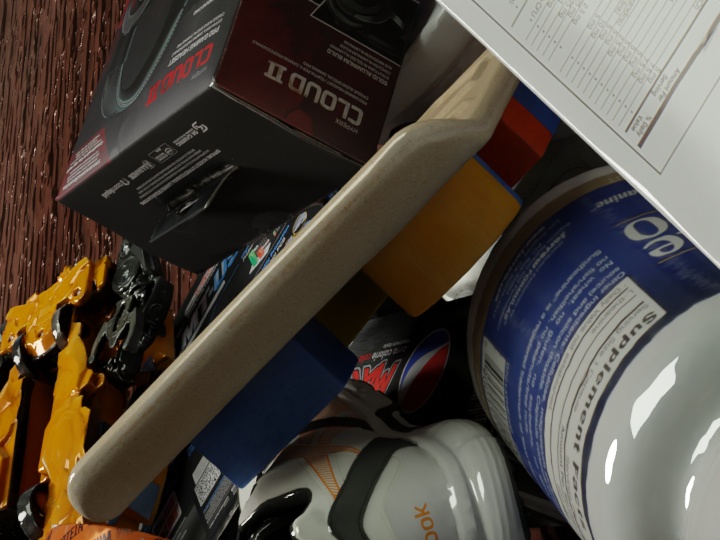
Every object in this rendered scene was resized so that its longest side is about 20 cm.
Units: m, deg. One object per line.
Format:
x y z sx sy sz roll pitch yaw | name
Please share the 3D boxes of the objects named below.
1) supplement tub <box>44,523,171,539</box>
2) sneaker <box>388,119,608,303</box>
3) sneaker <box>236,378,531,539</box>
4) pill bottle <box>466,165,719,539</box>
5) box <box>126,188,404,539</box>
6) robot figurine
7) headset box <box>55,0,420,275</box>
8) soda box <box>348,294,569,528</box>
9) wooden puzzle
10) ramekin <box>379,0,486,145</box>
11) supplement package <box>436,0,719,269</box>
-0.106 0.209 1.107 0.122 0.122 0.201 -24 48 60 | supplement tub
0.080 -0.015 1.046 0.200 0.075 0.092 -8 80 61 | sneaker
-0.014 0.080 0.951 0.200 0.080 0.074 172 84 -71 | sneaker
0.108 0.045 0.821 0.111 0.111 0.200 -60 21 8 | pill bottle
-0.048 0.060 1.268 0.201 0.050 0.199 -60 20 12 | box
-0.135 0.079 1.288 0.145 0.058 0.201 -32 36 33 | robot figurine
-0.041 -0.101 1.135 0.149 0.077 0.201 -29 38 56 | headset box
0.035 0.056 1.039 0.200 0.071 0.064 -15 51 63 | soda box
0.000 0.000 0.945 0.185 0.046 0.200 -45 1 22 | wooden puzzle
0.059 -0.131 1.176 0.203 0.094 0.203 -50 24 32 | ramekin
0.147 -0.070 0.715 0.151 0.151 0.200 -57 46 16 | supplement package
